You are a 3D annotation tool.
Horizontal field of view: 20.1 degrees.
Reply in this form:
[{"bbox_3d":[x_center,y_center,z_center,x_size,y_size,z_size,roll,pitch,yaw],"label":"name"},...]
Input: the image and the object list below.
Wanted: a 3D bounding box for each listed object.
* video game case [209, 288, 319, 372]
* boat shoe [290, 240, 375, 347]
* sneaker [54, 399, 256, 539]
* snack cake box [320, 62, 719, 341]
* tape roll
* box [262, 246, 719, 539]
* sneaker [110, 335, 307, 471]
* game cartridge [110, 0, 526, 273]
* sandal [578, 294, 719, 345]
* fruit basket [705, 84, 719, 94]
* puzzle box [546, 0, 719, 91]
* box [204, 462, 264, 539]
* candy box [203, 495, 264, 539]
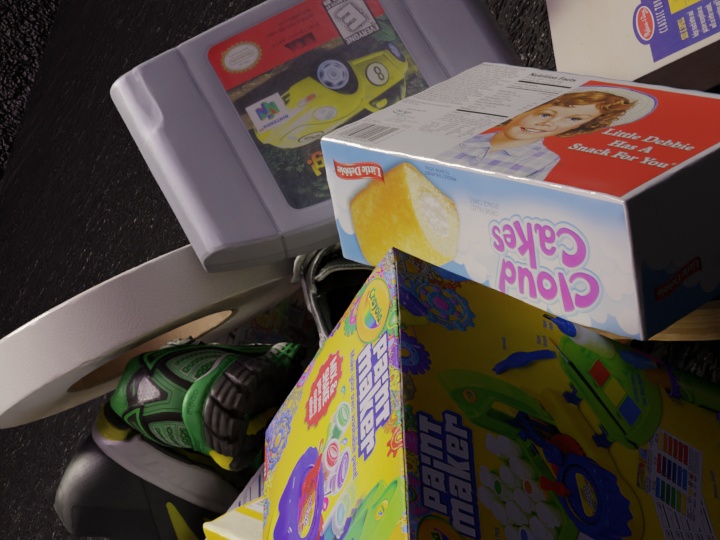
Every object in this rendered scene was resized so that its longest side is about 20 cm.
[{"bbox_3d":[-0.059,0.052,1.348,0.200,0.022,0.182,50,-127,-63],"label":"video game case"},{"bbox_3d":[-0.003,0.001,1.084,0.068,0.074,0.200,68,-165,-57],"label":"boat shoe"},{"bbox_3d":[-0.097,0.148,1.199,0.085,0.200,0.074,-47,31,11],"label":"sneaker"},{"bbox_3d":[0.091,-0.039,0.932,0.200,0.115,0.067,16,124,48],"label":"snack cake box"},{"bbox_3d":[-0.125,0.031,1.151,0.037,0.203,0.203,63,149,5],"label":"tape roll"},{"bbox_3d":[0.070,0.124,0.811,0.122,0.192,0.200,-56,21,32],"label":"box"},{"bbox_3d":[-0.083,0.066,1.144,0.200,0.085,0.078,39,-111,-80],"label":"sneaker"},{"bbox_3d":[-0.015,-0.086,1.063,0.200,0.133,0.041,-28,-16,-7],"label":"game cartridge"},{"bbox_3d":[0.115,0.032,0.957,0.212,0.070,0.078,1,29,41],"label":"sandal"},{"bbox_3d":[0.124,-0.045,1.074,0.200,0.094,0.185,-39,29,25],"label":"fruit basket"},{"bbox_3d":[0.161,-0.155,1.059,0.133,0.025,0.200,-24,34,18],"label":"puzzle box"},{"bbox_3d":[-0.031,0.205,1.074,0.200,0.105,0.184,-53,21,25],"label":"box"},{"bbox_3d":[0.033,0.101,0.975,0.102,0.200,0.026,13,122,62],"label":"candy box"}]
